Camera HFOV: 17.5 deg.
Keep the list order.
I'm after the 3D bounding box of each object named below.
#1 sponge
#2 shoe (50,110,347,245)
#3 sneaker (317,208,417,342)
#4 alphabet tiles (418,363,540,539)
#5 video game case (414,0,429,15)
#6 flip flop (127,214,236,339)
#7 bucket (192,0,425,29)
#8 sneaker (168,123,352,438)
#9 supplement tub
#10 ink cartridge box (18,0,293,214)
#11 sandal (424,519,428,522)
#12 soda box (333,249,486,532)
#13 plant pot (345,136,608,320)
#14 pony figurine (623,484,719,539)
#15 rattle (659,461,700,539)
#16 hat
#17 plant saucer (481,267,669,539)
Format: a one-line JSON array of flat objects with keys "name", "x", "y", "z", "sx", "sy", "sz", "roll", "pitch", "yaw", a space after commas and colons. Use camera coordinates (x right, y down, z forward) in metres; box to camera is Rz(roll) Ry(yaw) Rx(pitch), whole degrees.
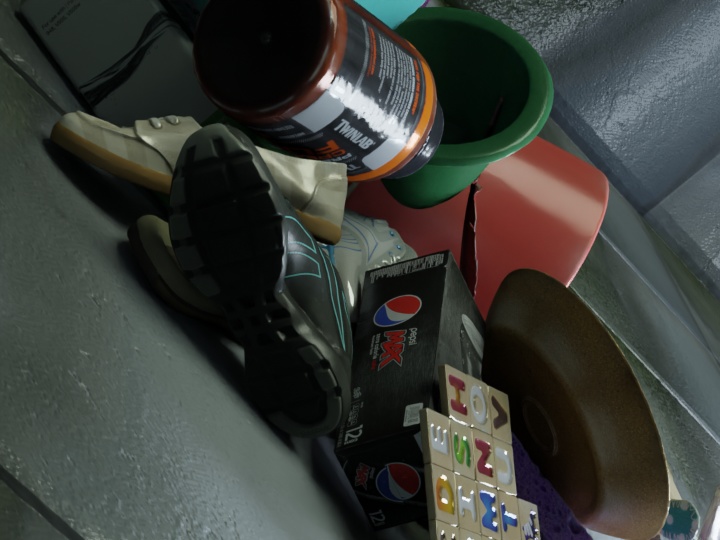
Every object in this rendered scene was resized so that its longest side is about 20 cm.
[{"name": "sponge", "x": 0.121, "y": 0.171, "z": 1.579, "sx": 0.200, "sy": 0.030, "sz": 0.112, "roll": 54, "pitch": -11, "yaw": 13}, {"name": "shoe", "x": -0.097, "y": -0.069, "z": 1.461, "sx": 0.200, "sy": 0.054, "sz": 0.070, "roll": 18, "pitch": 2, "yaw": -24}, {"name": "sneaker", "x": 0.000, "y": 0.000, "z": 1.620, "sx": 0.086, "sy": 0.075, "sz": 0.200, "roll": 6, "pitch": 25, "yaw": -7}, {"name": "alphabet tiles", "x": 0.077, "y": 0.163, "z": 1.414, "sx": 0.167, "sy": 0.008, "sz": 0.201, "roll": 28, "pitch": 54, "yaw": -60}, {"name": "video game case", "x": -0.021, "y": -0.165, "z": 1.862, "sx": 0.036, "sy": 0.181, "sz": 0.200, "roll": 47, "pitch": 12, "yaw": -5}, {"name": "flip flop", "x": -0.076, "y": -0.002, "z": 1.465, "sx": 0.081, "sy": 0.058, "sz": 0.200, "roll": 56, "pitch": 13, "yaw": 26}, {"name": "bucket", "x": -0.042, "y": -0.239, "z": 1.579, "sx": 0.207, "sy": 0.207, "sz": 0.135, "roll": 26, "pitch": 34, "yaw": -63}, {"name": "sneaker", "x": -0.056, "y": 0.001, "z": 1.401, "sx": 0.079, "sy": 0.075, "sz": 0.200, "roll": -58, "pitch": 132, "yaw": -61}, {"name": "supplement tub", "x": -0.018, "y": -0.120, "z": 1.522, "sx": 0.107, "sy": 0.107, "sz": 0.200, "roll": 56, "pitch": 14, "yaw": 28}, {"name": "ink cartridge box", "x": -0.123, "y": -0.122, "z": 1.596, "sx": 0.200, "sy": 0.083, "sz": 0.147, "roll": 53, "pitch": 13, "yaw": 13}, {"name": "sandal", "x": 0.075, "y": 0.158, "z": 1.556, "sx": 0.200, "sy": 0.045, "sz": 0.075, "roll": 45, "pitch": 13, "yaw": -21}, {"name": "soda box", "x": 0.034, "y": 0.072, "z": 1.479, "sx": 0.200, "sy": 0.063, "sz": 0.071, "roll": -79, "pitch": 147, "yaw": -56}, {"name": "plant pot", "x": 0.066, "y": -0.047, "z": 1.835, "sx": 0.177, "sy": 0.201, "sz": 0.200, "roll": 36, "pitch": 15, "yaw": -14}, {"name": "pony figurine", "x": 0.248, "y": 0.239, "z": 1.705, "sx": 0.200, "sy": 0.167, "sz": 0.193, "roll": 41, "pitch": 35, "yaw": 7}, {"name": "rattle", "x": 0.159, "y": 0.153, "z": 1.648, "sx": 0.130, "sy": 0.143, "sz": 0.200, "roll": 76, "pitch": -6, "yaw": -60}, {"name": "hat", "x": 0.049, "y": -0.068, "z": 1.737, "sx": 0.165, "sy": 0.176, "sz": 0.200, "roll": 14, "pitch": 46, "yaw": 9}, {"name": "plant saucer", "x": 0.132, "y": 0.097, "z": 1.558, "sx": 0.200, "sy": 0.035, "sz": 0.200, "roll": 50, "pitch": -25, "yaw": 34}]
